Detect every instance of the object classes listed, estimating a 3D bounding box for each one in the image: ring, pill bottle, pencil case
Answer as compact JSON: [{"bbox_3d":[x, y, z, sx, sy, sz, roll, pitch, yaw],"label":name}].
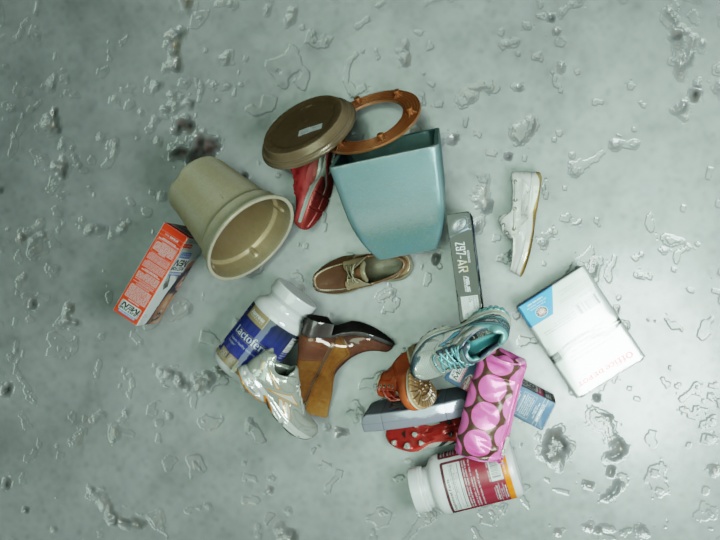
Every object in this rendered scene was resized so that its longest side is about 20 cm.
[{"bbox_3d":[0.016,-0.284,1.649,0.200,0.201,0.019,-19,127,8],"label":"ring"},{"bbox_3d":[-0.182,0.120,1.700,0.116,0.116,0.200,38,95,7],"label":"pill bottle"},{"bbox_3d":[0.194,0.387,1.638,0.200,0.113,0.113,-16,87,9],"label":"pill bottle"},{"bbox_3d":[0.234,0.237,1.546,0.094,0.091,0.200,16,96,45],"label":"pencil case"}]

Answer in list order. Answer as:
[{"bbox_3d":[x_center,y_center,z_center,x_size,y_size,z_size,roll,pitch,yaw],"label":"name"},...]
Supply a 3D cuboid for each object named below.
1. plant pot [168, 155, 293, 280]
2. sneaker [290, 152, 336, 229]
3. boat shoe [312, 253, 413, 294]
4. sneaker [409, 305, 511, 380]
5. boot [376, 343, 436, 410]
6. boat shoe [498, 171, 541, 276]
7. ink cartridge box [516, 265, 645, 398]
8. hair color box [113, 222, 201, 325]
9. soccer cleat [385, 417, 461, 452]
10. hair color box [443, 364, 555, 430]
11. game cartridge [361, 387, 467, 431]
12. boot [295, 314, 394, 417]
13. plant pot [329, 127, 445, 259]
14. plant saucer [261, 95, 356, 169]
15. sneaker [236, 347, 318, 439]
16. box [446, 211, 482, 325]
[{"bbox_3d":[-0.262,-0.116,1.683,0.200,0.200,0.183,-48,65,6],"label":"plant pot"},{"bbox_3d":[-0.116,-0.186,1.725,0.115,0.078,0.200,18,86,22],"label":"sneaker"},{"bbox_3d":[0.000,0.000,1.693,0.200,0.072,0.076,-15,87,9],"label":"boat shoe"},{"bbox_3d":[0.167,0.133,1.509,0.200,0.086,0.078,-34,106,17],"label":"sneaker"},{"bbox_3d":[0.079,0.218,1.622,0.107,0.200,0.075,-35,102,12],"label":"boot"},{"bbox_3d":[0.293,-0.089,1.652,0.069,0.071,0.200,8,82,10],"label":"boat shoe"},{"bbox_3d":[0.403,0.112,1.622,0.145,0.084,0.200,-33,85,7],"label":"ink cartridge box"},{"bbox_3d":[-0.393,0.008,1.736,0.064,0.111,0.200,33,95,8],"label":"hair color box"},{"bbox_3d":[0.143,0.308,1.672,0.200,0.085,0.069,-15,68,30],"label":"soccer cleat"},{"bbox_3d":[0.259,0.217,1.635,0.200,0.100,0.061,27,95,8],"label":"hair color box"},{"bbox_3d":[0.105,0.259,1.643,0.200,0.133,0.042,-11,89,8],"label":"game cartridge"},{"bbox_3d":[-0.044,0.198,1.696,0.188,0.068,0.200,10,105,-23],"label":"boot"},{"bbox_3d":[0.069,-0.134,1.628,0.196,0.196,0.200,-11,106,9],"label":"plant pot"},{"bbox_3d":[-0.103,-0.268,1.666,0.200,0.200,0.029,-26,128,8],"label":"plant saucer"},{"bbox_3d":[-0.134,0.230,1.639,0.092,0.076,0.200,-41,110,3],"label":"sneaker"},{"bbox_3d":[0.195,-0.003,1.618,0.043,0.160,0.200,-7,88,9],"label":"box"}]
